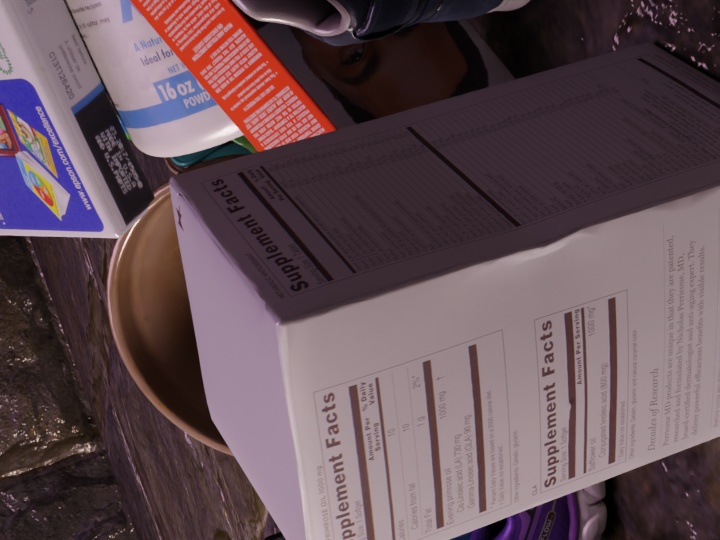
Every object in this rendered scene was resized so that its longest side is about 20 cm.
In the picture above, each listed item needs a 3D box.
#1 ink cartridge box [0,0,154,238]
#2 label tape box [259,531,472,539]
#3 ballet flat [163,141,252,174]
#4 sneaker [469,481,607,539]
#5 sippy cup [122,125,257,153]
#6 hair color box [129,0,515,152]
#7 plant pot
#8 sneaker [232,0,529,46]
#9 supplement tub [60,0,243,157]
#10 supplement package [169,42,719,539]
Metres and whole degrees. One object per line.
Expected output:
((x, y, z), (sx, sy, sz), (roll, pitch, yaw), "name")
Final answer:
((-0.227, -0.108, 0.807), (0.200, 0.047, 0.198), (4, 129, 37), "ink cartridge box")
((0.030, 0.177, 0.857), (0.200, 0.143, 0.066), (179, 74, -72), "label tape box")
((-0.102, -0.072, 1.163), (0.065, 0.070, 0.200), (64, 172, -28), "ballet flat")
((0.063, 0.058, 0.744), (0.081, 0.083, 0.200), (-175, 70, -71), "sneaker")
((-0.121, -0.147, 1.026), (0.130, 0.178, 0.140), (27, 111, 62), "sippy cup")
((-0.034, -0.124, 0.667), (0.200, 0.102, 0.061), (49, 146, -9), "hair color box")
((-0.051, 0.013, 0.962), (0.093, 0.200, 0.201), (-57, -41, -63), "plant pot")
((-0.010, -0.190, 0.607), (0.077, 0.146, 0.203), (-9, 100, 55), "sneaker")
((-0.099, -0.172, 0.776), (0.200, 0.132, 0.132), (64, 166, -20), "supplement tub")
((0.048, 0.008, 0.543), (0.114, 0.200, 0.110), (-131, 29, -53), "supplement package")
